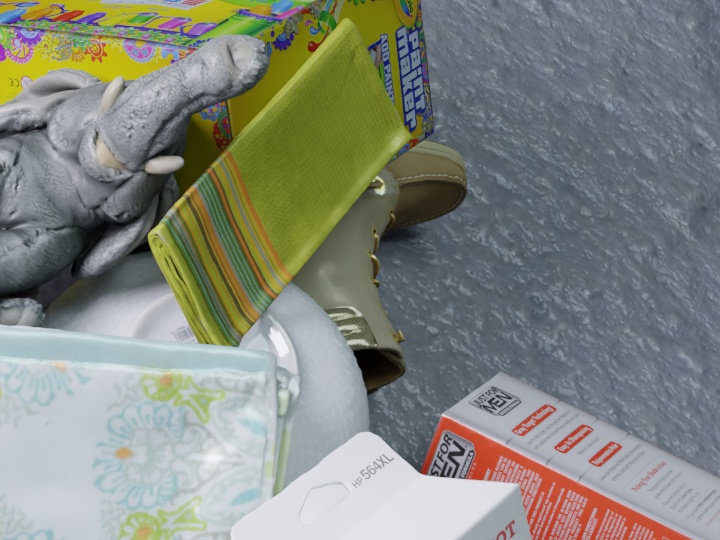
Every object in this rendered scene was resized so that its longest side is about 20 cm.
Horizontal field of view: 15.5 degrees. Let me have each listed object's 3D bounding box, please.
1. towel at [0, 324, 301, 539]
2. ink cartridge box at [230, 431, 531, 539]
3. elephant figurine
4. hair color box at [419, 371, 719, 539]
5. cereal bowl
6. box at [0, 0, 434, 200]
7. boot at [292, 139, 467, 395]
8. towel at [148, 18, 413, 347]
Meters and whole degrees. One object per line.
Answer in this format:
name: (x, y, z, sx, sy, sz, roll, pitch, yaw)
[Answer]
towel: (-0.135, 0.116, 1.316, 0.200, 0.048, 0.172, 7, 89, -17)
ink cartridge box: (0.011, 0.193, 1.294, 0.129, 0.125, 0.200, -35, 118, -46)
elephant figurine: (-0.149, -0.048, 1.382, 0.200, 0.142, 0.155, -34, 44, -16)
hair color box: (0.141, 0.135, 1.497, 0.200, 0.061, 0.101, 27, 21, 16)
cereal bowl: (-0.087, 0.070, 1.414, 0.200, 0.083, 0.200, 7, 60, -12)
box: (-0.095, -0.111, 1.514, 0.200, 0.122, 0.193, 10, 29, 34)
boot: (0.000, 0.000, 1.579, 0.200, 0.073, 0.156, -7, 55, -33)
towel: (-0.039, -0.045, 1.408, 0.200, 0.018, 0.086, -51, 129, -38)
